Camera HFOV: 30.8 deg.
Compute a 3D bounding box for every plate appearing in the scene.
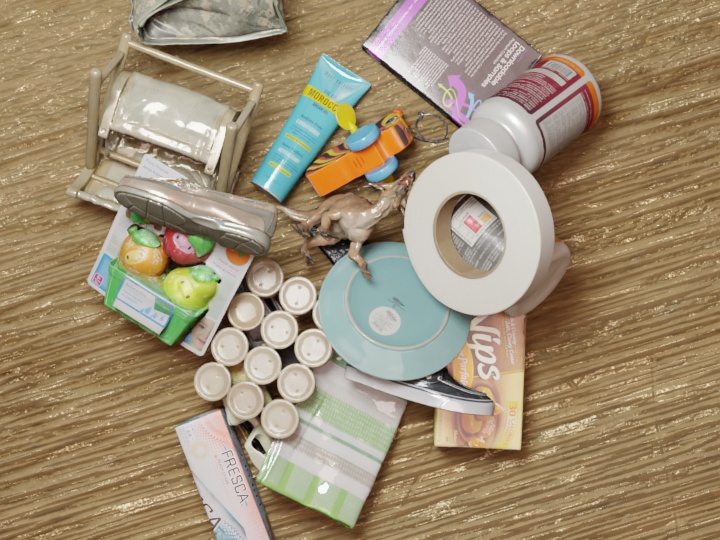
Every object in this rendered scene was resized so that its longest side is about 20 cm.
[{"bbox_3d":[0.046,0.045,1.660,0.198,0.026,0.202,4,59,-6],"label":"plate"}]

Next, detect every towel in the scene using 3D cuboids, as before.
[{"bbox_3d":[-0.031,0.213,1.694,0.148,0.031,0.201,27,73,-8],"label":"towel"}]

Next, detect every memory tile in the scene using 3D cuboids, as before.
[{"bbox_3d":[-0.114,0.099,1.677,0.152,0.017,0.201,26,85,8],"label":"memory tile"}]

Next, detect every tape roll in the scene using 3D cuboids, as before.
[{"bbox_3d":[0.141,-0.046,1.587,0.202,0.037,0.205,11,109,36],"label":"tape roll"}]

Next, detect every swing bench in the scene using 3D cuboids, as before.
[{"bbox_3d":[-0.253,-0.166,1.688,0.197,0.130,0.201,21,126,1],"label":"swing bench"}]

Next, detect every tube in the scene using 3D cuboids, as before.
[{"bbox_3d":[-0.071,-0.186,1.740,0.077,0.050,0.201,33,84,-5],"label":"tube"}]

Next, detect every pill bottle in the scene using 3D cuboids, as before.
[{"bbox_3d":[0.209,-0.185,1.658,0.200,0.110,0.110,-37,87,-32],"label":"pill bottle"},{"bbox_3d":[0.162,-0.044,1.670,0.116,0.116,0.200,-46,68,0],"label":"pill bottle"}]

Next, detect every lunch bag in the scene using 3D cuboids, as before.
[{"bbox_3d":[-0.205,-0.381,1.686,0.198,0.118,0.165,-10,54,2],"label":"lunch bag"}]

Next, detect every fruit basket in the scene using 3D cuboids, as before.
[{"bbox_3d":[-0.237,-0.015,1.646,0.184,0.094,0.201,32,116,4],"label":"fruit basket"}]

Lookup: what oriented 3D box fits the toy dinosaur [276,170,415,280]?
[{"bbox_3d":[-0.011,-0.073,1.682,0.136,0.199,0.086,-54,131,-25],"label":"toy dinosaur"}]

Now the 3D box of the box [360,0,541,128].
[{"bbox_3d":[0.121,-0.291,1.741,0.200,0.036,0.143,40,90,4],"label":"box"}]

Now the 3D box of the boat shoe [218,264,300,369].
[{"bbox_3d":[-0.135,0.063,1.723,0.067,0.057,0.201,-30,88,0],"label":"boat shoe"}]

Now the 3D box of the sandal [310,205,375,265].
[{"bbox_3d":[0.001,-0.001,1.733,0.075,0.048,0.201,-29,74,-3],"label":"sandal"}]

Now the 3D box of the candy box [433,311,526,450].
[{"bbox_3d":[0.156,0.131,1.715,0.114,0.055,0.202,2,88,2],"label":"candy box"}]

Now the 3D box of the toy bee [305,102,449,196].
[{"bbox_3d":[0.029,-0.163,1.718,0.198,0.109,0.132,-3,119,14],"label":"toy bee"}]

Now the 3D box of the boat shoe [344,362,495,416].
[{"bbox_3d":[0.080,0.133,1.663,0.198,0.072,0.068,16,89,16],"label":"boat shoe"}]

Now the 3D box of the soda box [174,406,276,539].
[{"bbox_3d":[-0.175,0.283,1.714,0.068,0.064,0.201,-21,87,0],"label":"soda box"}]

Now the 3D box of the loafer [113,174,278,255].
[{"bbox_3d":[-0.197,-0.078,1.584,0.198,0.072,0.063,20,66,-2],"label":"loafer"}]

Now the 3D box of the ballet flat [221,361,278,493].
[{"bbox_3d":[-0.137,0.202,1.709,0.070,0.071,0.201,-31,89,0],"label":"ballet flat"}]
